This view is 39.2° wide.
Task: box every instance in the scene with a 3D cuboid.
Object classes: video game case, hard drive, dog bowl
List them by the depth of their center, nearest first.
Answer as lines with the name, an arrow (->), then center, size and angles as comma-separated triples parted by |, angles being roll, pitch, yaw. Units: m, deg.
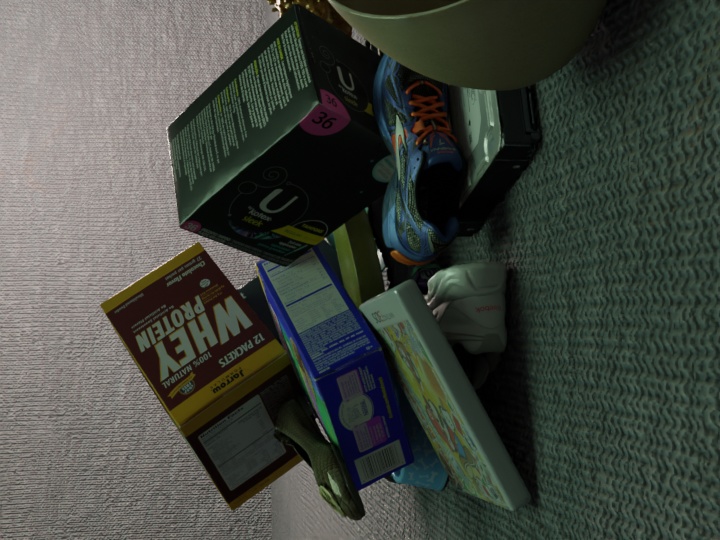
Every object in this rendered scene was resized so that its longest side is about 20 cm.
video game case -> 0.067, 0.109, 0.887 | 0.201, 0.023, 0.182 | 61, 169, 1
hard drive -> 0.102, -0.129, 0.890 | 0.200, 0.037, 0.141 | 120, 147, -69
dog bowl -> 0.055, 0.144, 1.121 | 0.112, 0.049, 0.202 | 105, 161, -57

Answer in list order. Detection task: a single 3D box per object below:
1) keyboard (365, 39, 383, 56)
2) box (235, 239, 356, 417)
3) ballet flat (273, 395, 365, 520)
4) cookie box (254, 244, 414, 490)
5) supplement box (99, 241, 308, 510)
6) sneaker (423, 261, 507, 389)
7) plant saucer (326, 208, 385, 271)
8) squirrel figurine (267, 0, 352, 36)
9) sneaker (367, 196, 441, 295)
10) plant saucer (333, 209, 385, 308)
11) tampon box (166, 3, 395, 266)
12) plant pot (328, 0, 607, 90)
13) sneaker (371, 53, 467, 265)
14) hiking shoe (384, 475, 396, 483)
keyboard -> 0.014, -0.230, 1.062 | 0.128, 0.020, 0.202 | -102, 11, -54
box -> -0.065, 0.078, 1.294 | 0.104, 0.147, 0.201 | 44, 163, 35
ballet flat -> -0.046, 0.186, 0.996 | 0.200, 0.046, 0.068 | 46, 160, 59
cookie box -> -0.029, 0.094, 1.045 | 0.200, 0.075, 0.172 | -124, 14, -50
supplement box -> -0.164, 0.120, 1.140 | 0.197, 0.132, 0.201 | 47, 163, 35
sneaker -> 0.081, 0.064, 0.917 | 0.200, 0.077, 0.101 | 118, 147, -70
plant saucer -> -0.006, -0.093, 1.192 | 0.200, 0.036, 0.202 | 43, 145, 41
squirrel figurine -> -0.057, -0.300, 1.089 | 0.201, 0.140, 0.188 | -78, -14, -56
sneaker -> 0.062, -0.018, 1.060 | 0.087, 0.074, 0.202 | 169, 90, -69
plant saucer -> 0.000, 0.000, 1.105 | 0.200, 0.031, 0.202 | 167, 90, -85
tampon box -> -0.066, -0.121, 0.974 | 0.199, 0.149, 0.127 | -35, 53, 31
plant pot -> 0.086, -0.196, 0.654 | 0.135, 0.199, 0.202 | 47, -154, -47
sneaker -> 0.060, -0.107, 0.870 | 0.078, 0.075, 0.203 | 176, 88, -66
hiking shoe -> 0.031, 0.153, 1.218 | 0.075, 0.100, 0.202 | -25, 88, 48
